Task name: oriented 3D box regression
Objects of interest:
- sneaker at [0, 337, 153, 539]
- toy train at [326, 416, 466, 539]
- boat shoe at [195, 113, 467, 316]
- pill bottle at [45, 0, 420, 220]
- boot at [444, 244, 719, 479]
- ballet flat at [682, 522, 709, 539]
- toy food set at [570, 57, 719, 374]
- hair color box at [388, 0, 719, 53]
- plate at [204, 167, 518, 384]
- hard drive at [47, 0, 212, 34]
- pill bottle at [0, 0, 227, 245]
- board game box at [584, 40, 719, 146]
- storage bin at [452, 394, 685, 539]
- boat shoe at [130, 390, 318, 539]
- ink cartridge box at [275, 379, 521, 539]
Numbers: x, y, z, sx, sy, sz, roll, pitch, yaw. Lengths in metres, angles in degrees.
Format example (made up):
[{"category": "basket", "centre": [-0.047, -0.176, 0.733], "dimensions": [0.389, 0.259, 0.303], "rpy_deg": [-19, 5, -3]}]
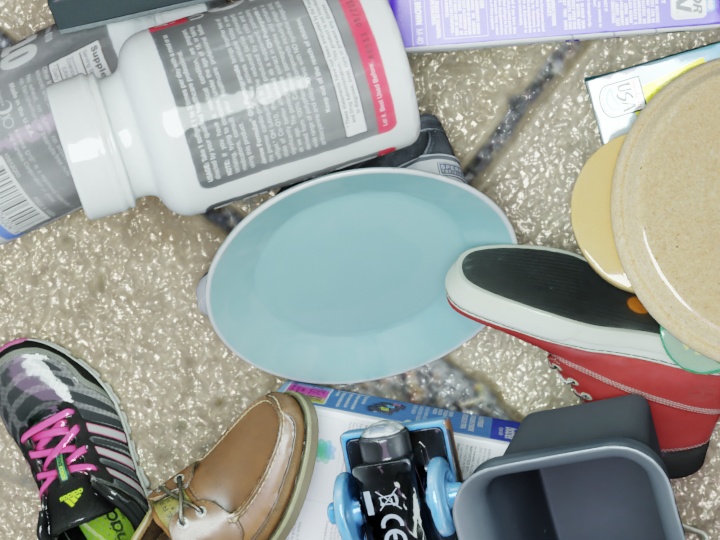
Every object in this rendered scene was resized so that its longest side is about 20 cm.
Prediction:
[{"category": "sneaker", "centre": [-0.186, 0.136, 1.215], "dimensions": [0.074, 0.087, 0.201], "rpy_deg": [-27, 94, 9]}, {"category": "toy train", "centre": [0.039, 0.181, 1.108], "dimensions": [0.086, 0.114, 0.201], "rpy_deg": [-11, 97, 15]}, {"category": "boat shoe", "centre": [-0.026, -0.036, 1.190], "dimensions": [0.200, 0.072, 0.068], "rpy_deg": [-31, 59, 23]}, {"category": "pill bottle", "centre": [-0.074, -0.097, 1.064], "dimensions": [0.199, 0.111, 0.111], "rpy_deg": [-18, 95, -6]}, {"category": "boot", "centre": [0.136, 0.067, 1.160], "dimensions": [0.199, 0.073, 0.145], "rpy_deg": [16, 130, -3]}, {"category": "ballet flat", "centre": [0.224, 0.208, 1.195], "dimensions": [0.199, 0.068, 0.067], "rpy_deg": [31, 71, -2]}, {"category": "toy food set", "centre": [0.241, -0.031, 1.098], "dimensions": [0.200, 0.049, 0.198], "rpy_deg": [-42, 86, -10]}, {"category": "hair color box", "centre": [0.118, -0.171, 1.131], "dimensions": [0.199, 0.109, 0.065], "rpy_deg": [-2, 96, 6]}, {"category": "plate", "centre": [0.000, 0.000, 1.158], "dimensions": [0.199, 0.026, 0.201], "rpy_deg": [-7, 139, -6]}, {"category": "hard drive", "centre": [-0.091, -0.216, 1.138], "dimensions": [0.199, 0.140, 0.033], "rpy_deg": [-11, 131, 7]}, {"category": "pill bottle", "centre": [-0.169, -0.106, 1.169], "dimensions": [0.199, 0.114, 0.114], "rpy_deg": [-25, 94, 8]}, {"category": "board game box", "centre": [0.257, -0.076, 1.160], "dimensions": [0.199, 0.047, 0.152], "rpy_deg": [-16, 96, 8]}, {"category": "storage bin", "centre": [0.152, 0.170, 1.087], "dimensions": [0.145, 0.134, 0.201], "rpy_deg": [-12, 106, 17]}, {"category": "boat shoe", "centre": [-0.097, 0.158, 1.140], "dimensions": [0.068, 0.072, 0.201], "rpy_deg": [19, 108, -36]}, {"category": "ink cartridge box", "centre": [0.033, 0.159, 1.200], "dimensions": [0.199, 0.076, 0.137], "rpy_deg": [11, 99, 6]}]
